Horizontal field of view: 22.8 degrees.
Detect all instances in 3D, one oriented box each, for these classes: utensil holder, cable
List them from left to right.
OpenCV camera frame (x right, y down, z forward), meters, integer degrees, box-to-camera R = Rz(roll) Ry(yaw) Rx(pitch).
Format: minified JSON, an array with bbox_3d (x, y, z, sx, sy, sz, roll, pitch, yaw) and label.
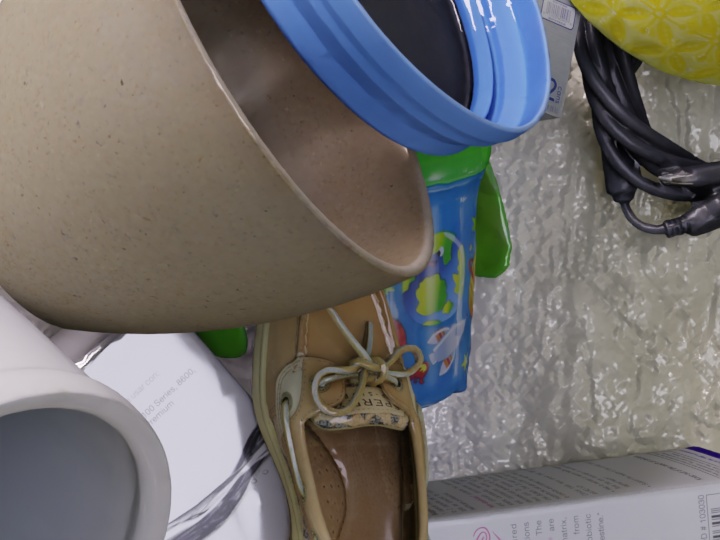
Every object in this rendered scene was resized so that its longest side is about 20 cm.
[{"bbox_3d":[-0.200,0.067,0.694,0.169,0.200,0.171,-30,138,-31],"label":"utensil holder"},{"bbox_3d":[0.206,-0.113,0.967,0.199,0.051,0.164,-20,89,-18],"label":"cable"}]

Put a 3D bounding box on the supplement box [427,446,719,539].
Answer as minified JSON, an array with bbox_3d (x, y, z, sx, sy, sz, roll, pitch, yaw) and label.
[{"bbox_3d":[0.109,0.157,0.918,0.199,0.103,0.102,-5,94,-16],"label":"supplement box"}]

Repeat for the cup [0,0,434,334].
[{"bbox_3d":[-0.082,-0.054,0.718,0.143,0.200,0.201,-29,101,19],"label":"cup"}]

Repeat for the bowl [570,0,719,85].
[{"bbox_3d":[0.190,-0.205,0.890,0.199,0.108,0.201,8,68,-20],"label":"bowl"}]

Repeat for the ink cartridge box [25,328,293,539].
[{"bbox_3d":[-0.073,0.107,0.844,0.084,0.145,0.200,-42,102,-12],"label":"ink cartridge box"}]

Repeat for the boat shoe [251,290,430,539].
[{"bbox_3d":[0.001,0.085,0.762,0.073,0.063,0.201,-5,84,-28],"label":"boat shoe"}]

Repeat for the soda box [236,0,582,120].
[{"bbox_3d":[0.009,-0.129,0.868,0.199,0.068,0.064,16,81,-31],"label":"soda box"}]

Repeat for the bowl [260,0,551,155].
[{"bbox_3d":[0.008,-0.139,0.752,0.039,0.201,0.201,-29,102,28],"label":"bowl"}]

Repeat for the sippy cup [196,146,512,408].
[{"bbox_3d":[0.000,0.000,0.869,0.177,0.140,0.131,-8,101,-10],"label":"sippy cup"}]
